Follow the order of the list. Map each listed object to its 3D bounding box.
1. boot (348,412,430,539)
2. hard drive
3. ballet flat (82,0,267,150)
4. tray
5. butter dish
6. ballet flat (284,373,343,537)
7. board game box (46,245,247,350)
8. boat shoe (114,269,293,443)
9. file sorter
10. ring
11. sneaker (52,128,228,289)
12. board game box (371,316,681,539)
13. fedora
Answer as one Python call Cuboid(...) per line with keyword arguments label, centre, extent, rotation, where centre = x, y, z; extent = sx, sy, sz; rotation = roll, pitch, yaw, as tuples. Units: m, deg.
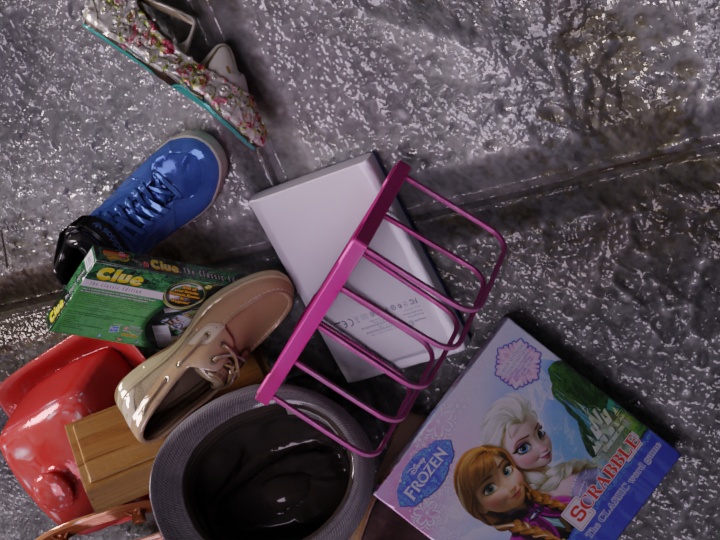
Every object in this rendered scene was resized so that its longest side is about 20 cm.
Cuboid(label="boot", centre=(0.082, 0.235, 1.665), extent=(0.166, 0.200, 0.072), rotation=(22, 156, 7))
Cuboid(label="hard drive", centre=(0.000, 0.000, 1.658), extent=(0.132, 0.025, 0.200), rotation=(-17, 111, 30))
Cuboid(label="ballet flat", centre=(-0.152, -0.186, 1.593), extent=(0.200, 0.076, 0.064), rotation=(36, 92, -7))
Cuboid(label="tray", centre=(-0.170, 0.148, 1.708), extent=(0.199, 0.099, 0.037), rotation=(-21, 129, -8))
Cuboid(label="butter dish", centre=(-0.274, 0.184, 1.809), extent=(0.200, 0.148, 0.200), rotation=(-30, 104, 33))
Cuboid(label="ballet flat", centre=(-0.044, 0.195, 1.712), extent=(0.057, 0.201, 0.066), rotation=(-1, 160, 3))
Cuboid(label="board game box", centre=(-0.177, 0.033, 1.683), extent=(0.199, 0.024, 0.105), rotation=(12, 136, -33))
Cuboid(label="boat shoe", centre=(-0.134, 0.082, 1.670), extent=(0.200, 0.065, 0.071), rotation=(-42, 135, 6))
Cuboid(label="file sorter", centre=(0.023, 0.040, 1.574), extent=(0.125, 0.139, 0.200), rotation=(32, 126, -1))
Cuboid(label="ring", centre=(-0.232, 0.265, 1.824), extent=(0.200, 0.200, 0.019), rotation=(-27, 69, 33))
Cuboid(label="sneaker", centre=(-0.206, -0.045, 1.667), extent=(0.200, 0.111, 0.077), rotation=(-35, 101, 34))
Cuboid(label="board game box", centre=(0.147, 0.180, 1.623), extent=(0.199, 0.041, 0.200), rotation=(37, 87, -1))
Cuboid(label="fedora", centre=(-0.082, 0.197, 1.636), extent=(0.200, 0.090, 0.177), rotation=(-29, 69, -5))
